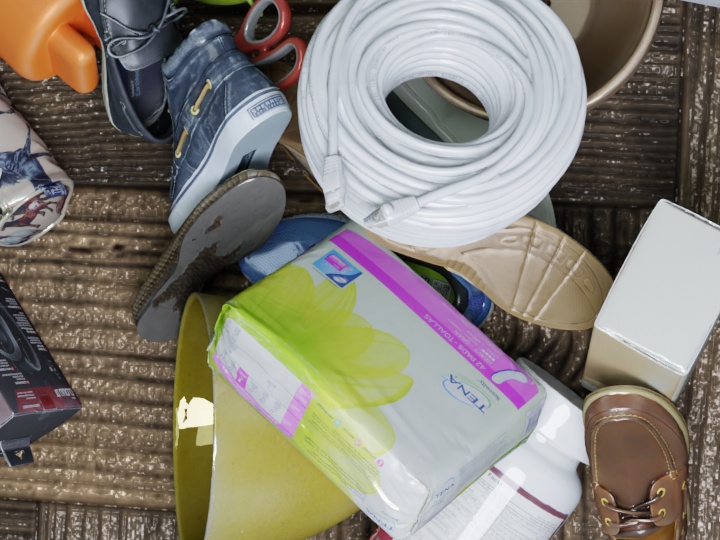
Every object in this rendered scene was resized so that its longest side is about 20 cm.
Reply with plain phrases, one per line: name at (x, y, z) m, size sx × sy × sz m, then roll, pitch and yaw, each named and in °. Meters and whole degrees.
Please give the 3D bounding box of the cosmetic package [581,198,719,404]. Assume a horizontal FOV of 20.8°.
cosmetic package at (0.209, 0.034, 1.363) m, size 0.071 × 0.200 × 0.106 m, roll 28°, pitch 78°, yaw 11°

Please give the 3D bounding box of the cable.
cable at (0.055, -0.113, 1.344) m, size 0.198 × 0.069 × 0.202 m, roll -8°, pitch 63°, yaw -8°

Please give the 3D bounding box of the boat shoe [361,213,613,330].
boat shoe at (0.092, -0.024, 1.406) m, size 0.199 × 0.069 × 0.074 m, roll 27°, pitch 108°, yaw -11°

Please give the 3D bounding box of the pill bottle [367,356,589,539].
pill bottle at (0.093, 0.170, 1.438) m, size 0.109 × 0.110 × 0.201 m, roll 37°, pitch 96°, yaw 10°

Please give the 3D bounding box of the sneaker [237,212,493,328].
sneaker at (0.000, 0.000, 1.473) m, size 0.198 × 0.089 × 0.079 m, roll 10°, pitch 90°, yaw 14°

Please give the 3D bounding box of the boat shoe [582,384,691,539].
boat shoe at (0.198, 0.154, 1.373) m, size 0.071 × 0.201 × 0.068 m, roll -5°, pitch 51°, yaw 14°

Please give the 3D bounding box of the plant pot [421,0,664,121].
plant pot at (0.127, -0.204, 1.450) m, size 0.199 × 0.093 × 0.203 m, roll 0°, pitch 89°, yaw 11°

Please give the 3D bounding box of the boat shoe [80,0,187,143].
boat shoe at (-0.163, -0.179, 1.449) m, size 0.074 × 0.201 × 0.062 m, roll -26°, pitch 45°, yaw -26°

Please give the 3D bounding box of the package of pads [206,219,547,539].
package of pads at (0.009, 0.072, 1.338) m, size 0.200 × 0.154 × 0.068 m, roll 41°, pitch 135°, yaw 16°

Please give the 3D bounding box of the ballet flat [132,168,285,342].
ballet flat at (-0.119, -0.018, 1.483) m, size 0.200 × 0.067 × 0.047 m, roll -51°, pitch 37°, yaw 41°

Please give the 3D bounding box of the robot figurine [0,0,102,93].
robot figurine at (-0.264, -0.228, 1.520) m, size 0.200 × 0.116 × 0.144 m, roll 44°, pitch 113°, yaw 10°

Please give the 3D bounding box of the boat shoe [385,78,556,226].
boat shoe at (0.074, -0.082, 1.485) m, size 0.201 × 0.073 × 0.062 m, roll 53°, pitch 142°, yaw 2°

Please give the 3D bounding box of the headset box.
headset box at (-0.306, 0.061, 1.506) m, size 0.077 × 0.149 × 0.201 m, roll -33°, pitch 83°, yaw 10°

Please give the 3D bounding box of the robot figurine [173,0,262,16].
robot figurine at (-0.102, -0.294, 1.488) m, size 0.174 × 0.116 × 0.202 m, roll 6°, pitch 90°, yaw 18°

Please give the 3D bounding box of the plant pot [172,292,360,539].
plant pot at (-0.056, 0.118, 1.446) m, size 0.141 × 0.200 × 0.202 m, roll 1°, pitch 89°, yaw -13°

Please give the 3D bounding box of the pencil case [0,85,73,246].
pencil case at (-0.308, -0.116, 1.541) m, size 0.078 × 0.089 × 0.201 m, roll -38°, pitch 81°, yaw 9°

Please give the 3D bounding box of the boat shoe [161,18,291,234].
boat shoe at (-0.114, -0.105, 1.465) m, size 0.071 × 0.200 × 0.091 m, roll -26°, pitch 76°, yaw -31°

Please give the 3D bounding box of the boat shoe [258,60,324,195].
boat shoe at (-0.007, -0.083, 1.486) m, size 0.199 × 0.072 × 0.072 m, roll 36°, pitch 86°, yaw 17°

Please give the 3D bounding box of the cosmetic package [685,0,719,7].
cosmetic package at (0.311, -0.262, 1.336) m, size 0.198 × 0.165 × 0.167 m, roll 6°, pitch 91°, yaw -24°

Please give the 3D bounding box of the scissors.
scissors at (-0.115, -0.147, 1.492) m, size 0.199 × 0.014 × 0.074 m, roll -23°, pitch 78°, yaw 38°
